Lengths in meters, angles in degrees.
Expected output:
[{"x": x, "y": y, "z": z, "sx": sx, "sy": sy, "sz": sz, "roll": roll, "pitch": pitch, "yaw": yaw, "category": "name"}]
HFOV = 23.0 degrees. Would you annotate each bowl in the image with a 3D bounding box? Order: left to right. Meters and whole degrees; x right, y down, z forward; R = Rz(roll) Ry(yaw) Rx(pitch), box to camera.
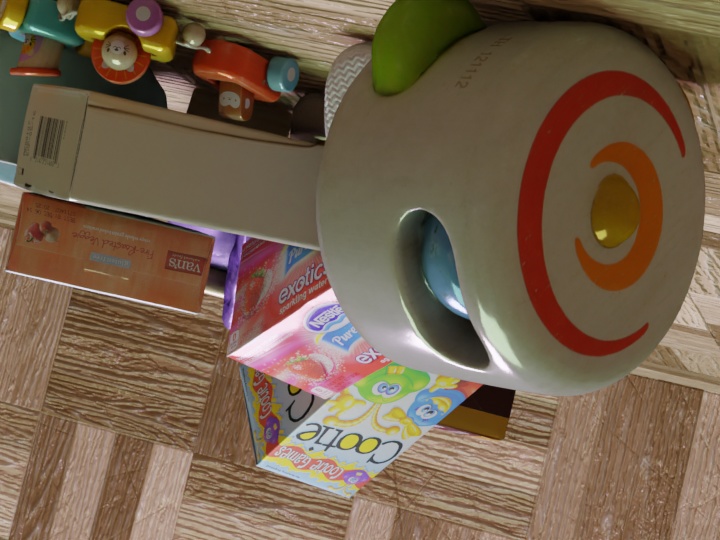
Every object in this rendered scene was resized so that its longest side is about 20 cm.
[{"x": -0.220, "y": -0.113, "z": 1.301, "sx": 0.199, "sy": 0.106, "sz": 0.201, "roll": 15, "pitch": 175, "yaw": 1, "category": "bowl"}]

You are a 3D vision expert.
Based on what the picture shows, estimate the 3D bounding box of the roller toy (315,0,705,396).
[{"x": 0.084, "y": -0.032, "z": 0.892, "sx": 0.139, "sy": 0.185, "sz": 0.199, "roll": 8, "pitch": 172, "yaw": 45, "category": "roller toy"}]

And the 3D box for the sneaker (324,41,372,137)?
[{"x": 0.039, "y": -0.075, "z": 1.111, "sx": 0.075, "sy": 0.115, "sz": 0.201, "roll": -22, "pitch": 121, "yaw": 19, "category": "sneaker"}]

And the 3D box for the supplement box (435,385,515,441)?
[{"x": 0.044, "y": 0.031, "z": 1.589, "sx": 0.195, "sy": 0.202, "sz": 0.133, "roll": 15, "pitch": 175, "yaw": -12, "category": "supplement box"}]

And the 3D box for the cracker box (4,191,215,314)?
[{"x": -0.178, "y": -0.016, "z": 1.258, "sx": 0.132, "sy": 0.058, "sz": 0.200, "roll": 13, "pitch": -179, "yaw": -10, "category": "cracker box"}]

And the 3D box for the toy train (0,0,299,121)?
[{"x": -0.149, "y": -0.135, "z": 1.151, "sx": 0.198, "sy": 0.056, "sz": 0.150, "roll": 11, "pitch": 174, "yaw": 26, "category": "toy train"}]

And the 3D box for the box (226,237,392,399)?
[{"x": 0.000, "y": 0.000, "z": 1.258, "sx": 0.094, "sy": 0.104, "sz": 0.199, "roll": 25, "pitch": 143, "yaw": -28, "category": "box"}]

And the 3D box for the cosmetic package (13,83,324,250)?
[{"x": -0.119, "y": -0.068, "z": 1.188, "sx": 0.198, "sy": 0.074, "sz": 0.103, "roll": 10, "pitch": -177, "yaw": -34, "category": "cosmetic package"}]

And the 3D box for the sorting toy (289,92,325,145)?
[{"x": 0.034, "y": -0.060, "z": 1.324, "sx": 0.183, "sy": 0.037, "sz": 0.200, "roll": 14, "pitch": 162, "yaw": 0, "category": "sorting toy"}]

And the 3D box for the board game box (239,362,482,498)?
[{"x": 0.009, "y": 0.073, "z": 1.394, "sx": 0.104, "sy": 0.104, "sz": 0.200, "roll": 23, "pitch": 128, "yaw": -35, "category": "board game box"}]

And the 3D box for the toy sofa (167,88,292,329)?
[{"x": -0.114, "y": -0.043, "z": 1.400, "sx": 0.082, "sy": 0.098, "sz": 0.201, "roll": 15, "pitch": 148, "yaw": -2, "category": "toy sofa"}]
